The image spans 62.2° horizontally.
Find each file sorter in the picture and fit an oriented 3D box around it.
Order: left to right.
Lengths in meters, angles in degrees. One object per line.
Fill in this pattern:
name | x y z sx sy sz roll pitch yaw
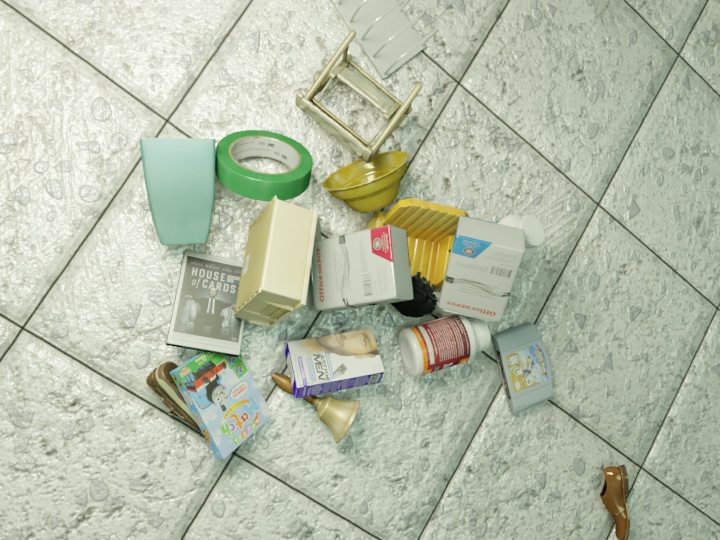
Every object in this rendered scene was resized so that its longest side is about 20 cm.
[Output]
file sorter | 0.061 -0.568 1.338 0.138 0.124 0.201 -39 101 -13

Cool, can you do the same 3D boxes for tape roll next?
tape roll | -0.197 -0.218 1.225 0.196 0.202 0.049 0 131 -17

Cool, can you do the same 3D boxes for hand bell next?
hand bell | -0.108 0.280 1.313 0.198 0.104 0.105 33 81 -2

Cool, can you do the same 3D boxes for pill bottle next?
pill bottle | 0.196 0.167 1.383 0.196 0.113 0.115 -13 94 -16
pill bottle | 0.326 -0.058 1.370 0.109 0.199 0.113 10 68 -26

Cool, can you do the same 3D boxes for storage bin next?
storage bin | -0.175 -0.011 1.197 0.092 0.198 0.204 16 65 -23

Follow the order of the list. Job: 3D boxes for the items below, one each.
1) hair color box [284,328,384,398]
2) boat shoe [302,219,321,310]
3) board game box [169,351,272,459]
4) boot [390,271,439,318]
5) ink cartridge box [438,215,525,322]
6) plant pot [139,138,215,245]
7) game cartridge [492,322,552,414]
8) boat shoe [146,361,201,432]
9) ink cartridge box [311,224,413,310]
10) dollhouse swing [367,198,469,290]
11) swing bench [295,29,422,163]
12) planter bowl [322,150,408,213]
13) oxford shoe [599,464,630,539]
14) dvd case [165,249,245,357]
hair color box | -0.057 0.201 1.305 0.196 0.065 0.111 -7 57 -19
boat shoe | -0.124 -0.015 1.312 0.062 0.071 0.205 2 89 20
board game box | -0.283 0.258 1.235 0.151 0.036 0.203 -35 103 -47
boot | 0.066 0.055 1.347 0.162 0.196 0.075 37 45 -42
ink cartridge box | 0.258 -0.001 1.289 0.142 0.085 0.203 13 129 5
plant pot | -0.361 -0.157 1.198 0.138 0.141 0.205 -3 98 -17
game cartridge | 0.410 0.240 1.492 0.131 0.041 0.204 -16 95 -13
boat shoe | -0.362 0.275 1.239 0.074 0.075 0.204 -27 110 22
ink cartridge box | 0.000 0.000 1.242 0.083 0.197 0.149 7 76 -58
dollhouse swing | 0.128 -0.048 1.330 0.196 0.175 0.186 11 86 -18
swing bench | -0.007 -0.362 1.296 0.198 0.130 0.201 39 81 0
planter bowl | 0.023 -0.182 1.299 0.198 0.200 0.085 -28 114 -15
oxford shoe | 0.665 0.610 1.565 0.070 0.071 0.205 -6 92 11
dvd case | -0.308 0.067 1.237 0.147 0.025 0.204 12 67 -18
